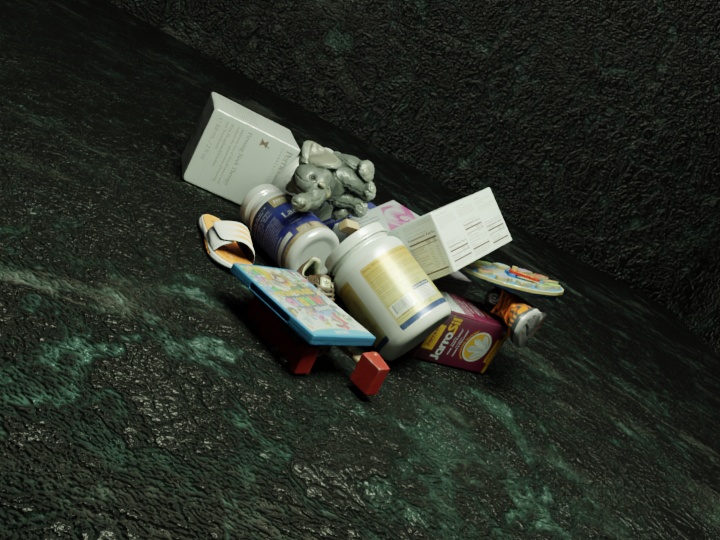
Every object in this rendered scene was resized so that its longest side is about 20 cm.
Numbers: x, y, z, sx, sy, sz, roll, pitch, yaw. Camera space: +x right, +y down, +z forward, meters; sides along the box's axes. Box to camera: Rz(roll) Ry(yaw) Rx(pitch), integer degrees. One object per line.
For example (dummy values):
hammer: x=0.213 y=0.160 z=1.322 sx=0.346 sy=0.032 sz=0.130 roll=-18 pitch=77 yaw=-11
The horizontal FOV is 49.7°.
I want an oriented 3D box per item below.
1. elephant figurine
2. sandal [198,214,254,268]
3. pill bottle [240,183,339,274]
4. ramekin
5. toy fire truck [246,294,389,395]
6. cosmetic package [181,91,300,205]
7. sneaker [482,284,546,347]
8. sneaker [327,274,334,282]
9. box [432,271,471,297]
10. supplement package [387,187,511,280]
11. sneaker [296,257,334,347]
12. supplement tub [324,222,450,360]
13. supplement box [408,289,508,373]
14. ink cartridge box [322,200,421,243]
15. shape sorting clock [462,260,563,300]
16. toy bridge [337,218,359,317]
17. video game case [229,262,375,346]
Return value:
elephant figurine: x=-0.077 y=-0.170 z=1.443 sx=0.198 sy=0.143 sz=0.154 roll=5 pitch=-2 yaw=-40
sandal: x=-0.234 y=-0.065 z=1.356 sx=0.079 sy=0.060 sz=0.207 roll=18 pitch=20 yaw=-36
pill bottle: x=-0.137 y=-0.074 z=1.456 sx=0.115 sy=0.116 sz=0.200 roll=11 pitch=24 yaw=-49
ramekin: x=-0.101 y=-0.151 z=1.623 sx=0.094 sy=0.203 sz=0.202 roll=48 pitch=21 yaw=19
toy fire truck: x=-0.065 y=0.105 z=1.148 sx=0.140 sy=0.049 sz=0.200 roll=7 pitch=28 yaw=-45
cosmetic package: x=-0.260 y=-0.251 z=1.669 sx=0.198 sy=0.168 sz=0.167 roll=23 pitch=17 yaw=-22
sneaker: x=0.271 y=0.079 z=1.430 sx=0.112 sy=0.078 sz=0.200 roll=34 pitch=7 yaw=17
sneaker: x=-0.044 y=-0.003 z=1.523 sx=0.094 sy=0.080 sz=0.200 roll=2 pitch=22 yaw=4
box: x=0.121 y=-0.013 z=1.612 sx=0.116 sy=0.061 sz=0.200 roll=10 pitch=25 yaw=-50
supplement package: x=0.150 y=-0.056 z=1.426 sx=0.199 sy=0.155 sz=0.112 roll=-24 pitch=91 yaw=-46
sneaker: x=-0.076 y=0.046 z=1.277 sx=0.070 sy=0.076 sz=0.200 roll=21 pitch=20 yaw=-29
supplement tub: x=0.043 y=0.034 z=1.317 sx=0.201 sy=0.144 sz=0.144 roll=54 pitch=22 yaw=12
supplement box: x=0.173 y=0.113 z=1.458 sx=0.199 sy=0.111 sz=0.086 roll=17 pitch=22 yaw=-38
ink cartridge box: x=0.040 y=-0.085 z=1.560 sx=0.199 sy=0.044 sz=0.196 roll=33 pitch=36 yaw=24
shape sorting clock: x=0.287 y=0.011 z=1.471 sx=0.198 sy=0.040 sz=0.200 roll=16 pitch=8 yaw=-2
toy bridge: x=0.000 y=0.000 z=1.433 sx=0.067 sy=0.027 sz=0.202 roll=16 pitch=59 yaw=-42
video game case: x=-0.087 y=0.051 z=1.161 sx=0.200 sy=0.018 sz=0.142 roll=38 pitch=17 yaw=35
